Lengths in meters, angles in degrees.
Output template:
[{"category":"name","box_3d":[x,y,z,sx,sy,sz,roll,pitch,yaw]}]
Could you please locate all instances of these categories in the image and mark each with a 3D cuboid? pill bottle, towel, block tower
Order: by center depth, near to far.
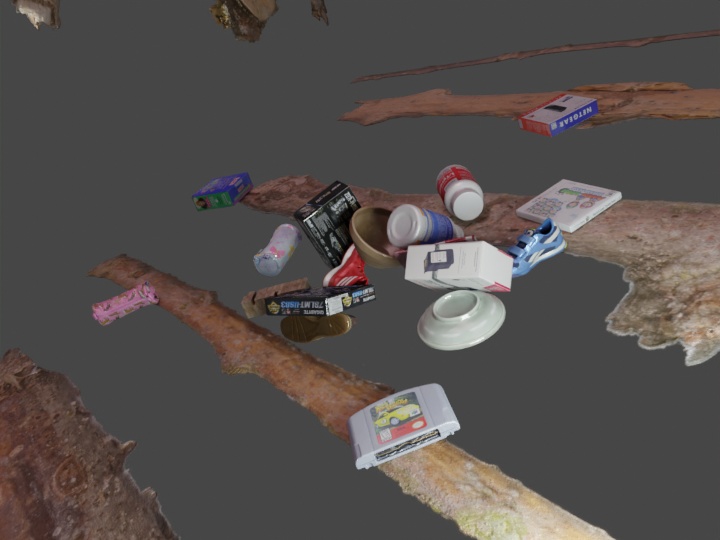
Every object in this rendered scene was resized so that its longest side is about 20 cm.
[{"category":"towel","box_3d":[0.196,-0.038,1.576,0.199,0.144,0.023,-12,67,17]},{"category":"pill bottle","box_3d":[0.170,-0.094,1.619,0.200,0.113,0.112,12,0,-43]},{"category":"block tower","box_3d":[-0.222,0.074,1.753,0.199,0.058,0.054,-13,30,15]},{"category":"pill bottle","box_3d":[0.288,-0.222,1.845,0.112,0.113,0.200,-19,28,5]}]

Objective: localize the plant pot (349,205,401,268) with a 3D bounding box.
[{"category":"plant pot","box_3d":[0.056,-0.072,1.700,0.200,0.093,0.201,15,42,-14]}]

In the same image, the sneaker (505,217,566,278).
[{"category":"sneaker","box_3d":[0.389,-0.051,1.507,0.200,0.082,0.074,-32,31,-14]}]

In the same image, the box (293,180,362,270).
[{"category":"box","box_3d":[-0.065,-0.122,1.806,0.164,0.200,0.086,-38,31,-9]}]

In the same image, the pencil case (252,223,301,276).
[{"category":"pencil case","box_3d":[-0.255,-0.065,1.989,0.090,0.083,0.200,12,37,13]}]

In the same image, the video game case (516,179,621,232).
[{"category":"video game case","box_3d":[0.539,-0.173,1.674,0.182,0.024,0.200,-32,30,-17]}]

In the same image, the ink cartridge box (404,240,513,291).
[{"category":"ink cartridge box","box_3d":[0.221,-0.006,1.456,0.199,0.145,0.085,-2,75,40]}]

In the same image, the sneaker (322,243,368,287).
[{"category":"sneaker","box_3d":[0.000,0.000,1.724,0.115,0.078,0.200,17,59,39]}]

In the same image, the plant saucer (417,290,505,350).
[{"category":"plant saucer","box_3d":[0.215,0.093,1.412,0.199,0.050,0.200,-18,28,10]}]

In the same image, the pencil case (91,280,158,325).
[{"category":"pencil case","box_3d":[-0.751,0.106,2.050,0.199,0.087,0.083,-24,59,-2]}]

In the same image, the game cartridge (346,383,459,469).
[{"category":"game cartridge","box_3d":[0.073,0.284,1.196,0.199,0.041,0.133,-22,24,0]}]

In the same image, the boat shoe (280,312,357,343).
[{"category":"boat shoe","box_3d":[-0.101,0.132,1.567,0.199,0.072,0.072,-11,1,28]}]

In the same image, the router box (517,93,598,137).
[{"category":"router box","box_3d":[0.669,-0.530,2.180,0.200,0.049,0.179,-28,28,-11]}]

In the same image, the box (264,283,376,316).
[{"category":"box","box_3d":[-0.096,0.073,1.578,0.199,0.050,0.198,-3,5,36]}]

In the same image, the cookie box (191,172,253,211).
[{"category":"cookie box","box_3d":[-0.578,-0.330,2.695,0.199,0.075,0.171,-5,32,29]}]
